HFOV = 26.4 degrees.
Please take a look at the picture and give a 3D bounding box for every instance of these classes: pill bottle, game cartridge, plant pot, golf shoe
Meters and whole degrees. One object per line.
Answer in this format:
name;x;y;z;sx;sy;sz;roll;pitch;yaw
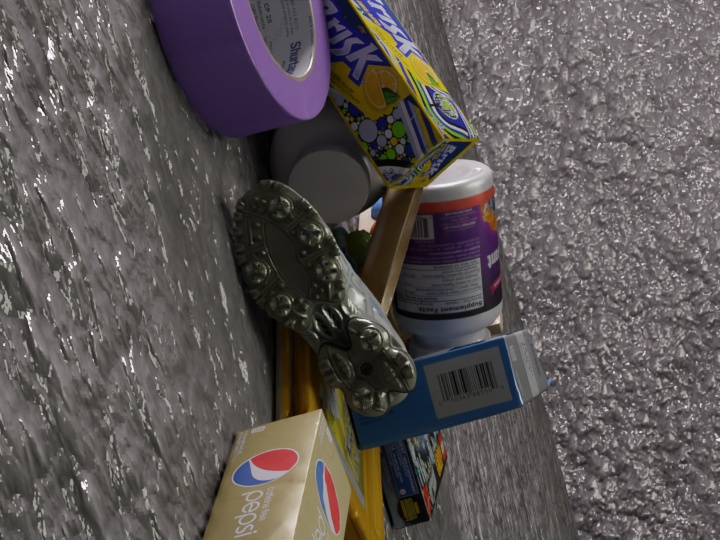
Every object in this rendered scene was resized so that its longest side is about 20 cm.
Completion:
pill bottle;0.083;-0.001;1.519;0.111;0.111;0.200;-74;159;-71
pill bottle;-0.023;-0.117;1.379;0.200;0.111;0.111;-87;159;-61
game cartridge;-0.021;0.126;1.254;0.177;0.032;0.200;-93;163;-49
plant pot;0.020;-0.003;1.365;0.200;0.027;0.201;16;90;-86
golf shoe;-0.030;0.020;1.188;0.200;0.078;0.097;58;8;-2

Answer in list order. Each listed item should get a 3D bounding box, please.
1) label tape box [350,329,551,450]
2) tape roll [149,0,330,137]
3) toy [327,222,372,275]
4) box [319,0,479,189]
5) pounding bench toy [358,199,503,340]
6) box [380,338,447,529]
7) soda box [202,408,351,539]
label tape box;0.082;0.099;1.342;0.200;0.143;0.066;-9;82;-76
tape roll;-0.092;-0.207;1.191;0.200;0.065;0.201;-12;90;-69
toy;0.000;0.000;1.505;0.200;0.047;0.115;-6;82;-79
box;0.010;-0.168;1.290;0.064;0.070;0.200;-7;60;-57
pounding bench toy;0.074;0.008;1.668;0.200;0.124;0.156;-86;158;-61
box;0.044;0.157;1.526;0.200;0.040;0.137;-56;130;-76
soda box;-0.052;0.165;0.947;0.200;0.064;0.068;-79;152;-69
